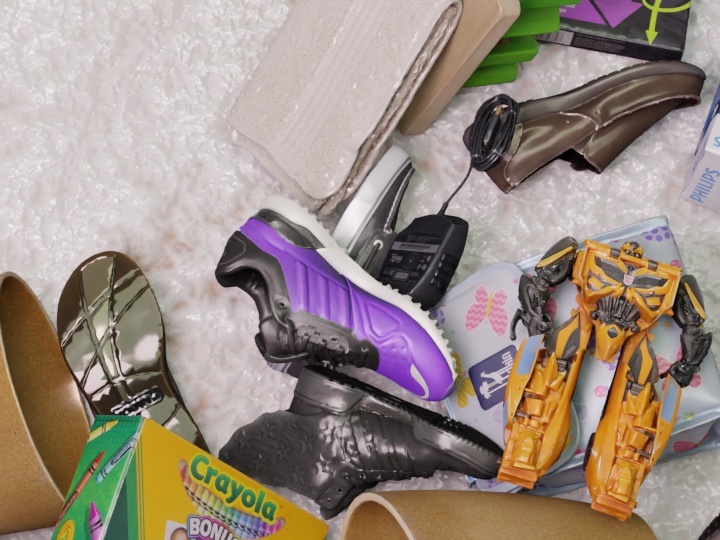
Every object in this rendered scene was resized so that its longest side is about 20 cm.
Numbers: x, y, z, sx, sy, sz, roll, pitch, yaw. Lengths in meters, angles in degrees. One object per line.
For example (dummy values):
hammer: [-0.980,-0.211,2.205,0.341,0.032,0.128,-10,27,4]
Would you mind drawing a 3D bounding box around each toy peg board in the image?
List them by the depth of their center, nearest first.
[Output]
toy peg board: [0.081,-0.241,1.818,0.098,0.200,0.199,-8,69,-26]

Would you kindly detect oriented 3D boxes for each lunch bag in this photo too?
lunch bag: [0.159,0.073,1.740,0.200,0.127,0.170,-16,72,3]

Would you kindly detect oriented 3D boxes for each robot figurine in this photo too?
robot figurine: [0.171,0.067,1.647,0.145,0.058,0.200,17,70,1]

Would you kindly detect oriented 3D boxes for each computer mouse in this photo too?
computer mouse: [0.073,-0.047,1.766,0.034,0.059,0.200,42,70,-35]

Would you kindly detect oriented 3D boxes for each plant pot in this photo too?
plant pot: [0.110,0.235,1.657,0.200,0.186,0.187,-7,71,-22]
plant pot: [-0.314,0.119,1.676,0.200,0.186,0.187,-18,72,6]

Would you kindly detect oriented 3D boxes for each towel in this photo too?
towel: [-0.017,-0.154,1.783,0.133,0.034,0.200,41,108,33]

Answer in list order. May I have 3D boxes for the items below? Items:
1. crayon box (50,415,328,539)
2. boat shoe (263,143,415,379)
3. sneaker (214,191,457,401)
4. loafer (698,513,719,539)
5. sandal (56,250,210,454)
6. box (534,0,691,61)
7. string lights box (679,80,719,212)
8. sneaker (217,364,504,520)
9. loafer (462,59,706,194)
crayon box: [-0.121,0.195,1.650,0.200,0.058,0.119,35,65,-39]
boat shoe: [0.000,0.000,1.785,0.066,0.070,0.200,30,72,-2]
sneaker: [-0.025,0.042,1.701,0.200,0.070,0.100,41,62,9]
loafer: [0.334,0.181,1.703,0.200,0.073,0.071,-31,91,19]
sandal: [-0.168,0.084,1.755,0.082,0.055,0.200,-27,89,-6]
box: [0.205,-0.274,1.911,0.143,0.036,0.200,10,69,0]
string lights box: [0.316,-0.152,1.839,0.059,0.103,0.200,21,71,3]
sneaker: [0.000,0.140,1.713,0.200,0.060,0.104,23,97,14]
loafer: [0.182,-0.109,1.840,0.200,0.073,0.071,-18,83,-5]
